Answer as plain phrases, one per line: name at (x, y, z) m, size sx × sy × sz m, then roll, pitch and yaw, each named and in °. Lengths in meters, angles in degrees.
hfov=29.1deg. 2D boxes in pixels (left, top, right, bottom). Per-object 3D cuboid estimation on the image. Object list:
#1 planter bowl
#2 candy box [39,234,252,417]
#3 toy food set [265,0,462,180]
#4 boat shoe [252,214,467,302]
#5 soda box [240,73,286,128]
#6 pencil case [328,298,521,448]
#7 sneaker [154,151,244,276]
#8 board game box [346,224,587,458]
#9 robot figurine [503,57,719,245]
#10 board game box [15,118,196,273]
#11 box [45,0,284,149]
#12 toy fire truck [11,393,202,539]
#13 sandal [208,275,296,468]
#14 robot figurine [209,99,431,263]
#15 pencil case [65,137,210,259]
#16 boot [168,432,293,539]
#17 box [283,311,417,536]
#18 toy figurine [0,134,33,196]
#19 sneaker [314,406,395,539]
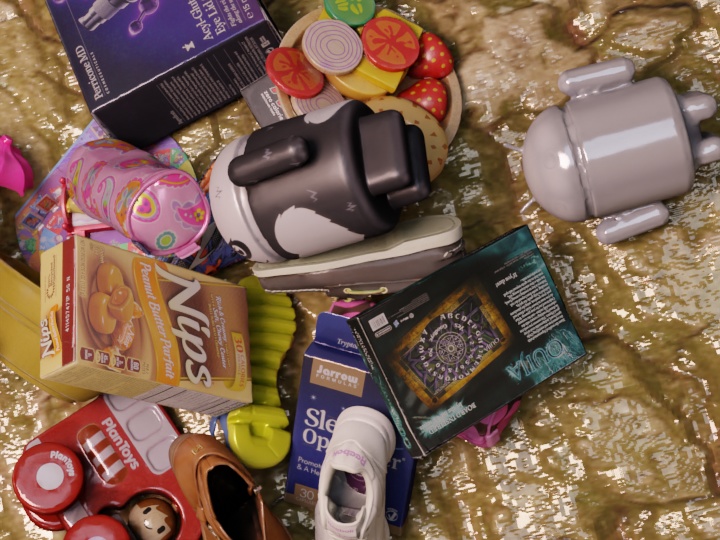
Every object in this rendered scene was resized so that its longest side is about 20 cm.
planter bowl at (-0.287, 0.067, 1.312) m, size 0.200 × 0.200 × 0.084 m, roll 33°, pitch 86°, yaw 13°
candy box at (-0.186, 0.052, 1.224) m, size 0.055 × 0.199 × 0.116 m, roll -23°, pitch 61°, yaw 38°
toy food set at (0.008, -0.180, 1.347) m, size 0.197 × 0.049 × 0.201 m, roll 26°, pitch 61°, yaw -5°
boat shoe at (0.000, 0.000, 1.290) m, size 0.199 × 0.072 × 0.061 m, roll -10°, pitch 113°, yaw 9°
soda box at (-0.039, -0.107, 1.374) m, size 0.070 × 0.063 × 0.201 m, roll -32°, pitch 77°, yaw 2°
pencil case at (0.053, 0.100, 1.314) m, size 0.199 × 0.091 × 0.094 m, roll 20°, pitch 53°, yaw 12°
sneaker at (-0.154, -0.021, 1.374) m, size 0.078 × 0.075 × 0.201 m, roll 30°, pitch 90°, yaw -4°
board game box at (0.098, 0.061, 1.240) m, size 0.199 × 0.028 × 0.136 m, roll -27°, pitch 94°, yaw -27°
robot figurine at (0.238, -0.112, 1.306) m, size 0.198 × 0.113 × 0.171 m, roll -14°, pitch 97°, yaw 6°
board game box at (-0.262, -0.064, 1.412) m, size 0.158 × 0.039 × 0.200 m, roll 39°, pitch 88°, yaw 13°
box at (-0.190, -0.236, 1.389) m, size 0.199 × 0.104 × 0.149 m, roll -28°, pitch 67°, yaw 2°
toy fire truck at (-0.229, 0.215, 1.334) m, size 0.167 × 0.112 × 0.200 m, roll -34°, pitch 77°, yaw -17°
sandal at (-0.112, 0.101, 1.344) m, size 0.079 × 0.087 × 0.202 m, roll 15°, pitch 62°, yaw -22°
robot figurine at (-0.039, -0.076, 1.236) m, size 0.199 × 0.125 × 0.151 m, roll -15°, pitch 122°, yaw 23°
pencil case at (-0.210, -0.069, 1.298) m, size 0.088 × 0.087 × 0.200 m, roll -57°, pitch 33°, yaw -4°
boot at (-0.099, 0.234, 1.257) m, size 0.076 × 0.155 × 0.201 m, roll -30°, pitch 101°, yaw -16°
box at (-0.001, 0.143, 1.287) m, size 0.120 × 0.032 × 0.202 m, roll 15°, pitch 116°, yaw 12°
toy figurine at (-0.410, -0.055, 1.400) m, size 0.150 × 0.199 × 0.185 m, roll 39°, pitch 64°, yaw -23°
sneaker at (-0.016, 0.223, 1.254) m, size 0.074 × 0.100 × 0.201 m, roll 9°, pitch 121°, yaw 12°
